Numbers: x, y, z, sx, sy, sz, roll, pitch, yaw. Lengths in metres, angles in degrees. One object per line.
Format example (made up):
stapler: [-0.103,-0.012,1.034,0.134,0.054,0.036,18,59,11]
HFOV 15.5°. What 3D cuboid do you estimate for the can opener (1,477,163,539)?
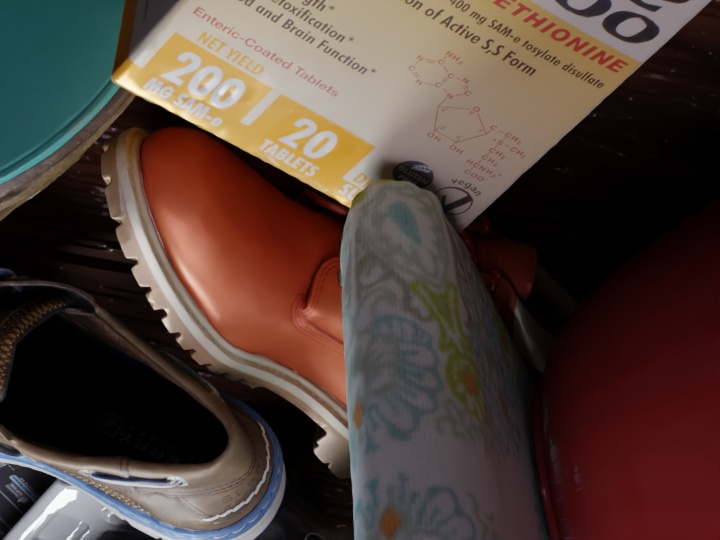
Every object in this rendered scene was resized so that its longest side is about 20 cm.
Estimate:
can opener: [-0.132,0.138,0.994,0.053,0.066,0.200,26,136,-21]

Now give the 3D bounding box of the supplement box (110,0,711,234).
supplement box: [0.032,-0.107,0.787,0.126,0.074,0.200,28,131,-22]

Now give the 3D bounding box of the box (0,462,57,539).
box: [-0.153,0.116,1.049,0.158,0.048,0.200,-21,129,24]

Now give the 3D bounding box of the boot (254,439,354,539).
boot: [-0.013,0.160,0.959,0.069,0.174,0.200,-18,116,-20]

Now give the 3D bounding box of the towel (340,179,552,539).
towel: [0.038,0.094,0.835,0.048,0.171,0.200,-15,142,11]

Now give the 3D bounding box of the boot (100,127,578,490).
boot: [0.000,0.000,0.907,0.107,0.075,0.200,-29,134,25]

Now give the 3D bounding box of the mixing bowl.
mixing bowl: [0.120,0.067,0.860,0.108,0.200,0.200,-13,132,13]

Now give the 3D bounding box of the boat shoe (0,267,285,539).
boat shoe: [-0.118,0.029,0.911,0.200,0.072,0.072,19,159,11]

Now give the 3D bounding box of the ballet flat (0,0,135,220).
ballet flat: [-0.142,-0.025,0.866,0.068,0.200,0.072,45,173,13]
